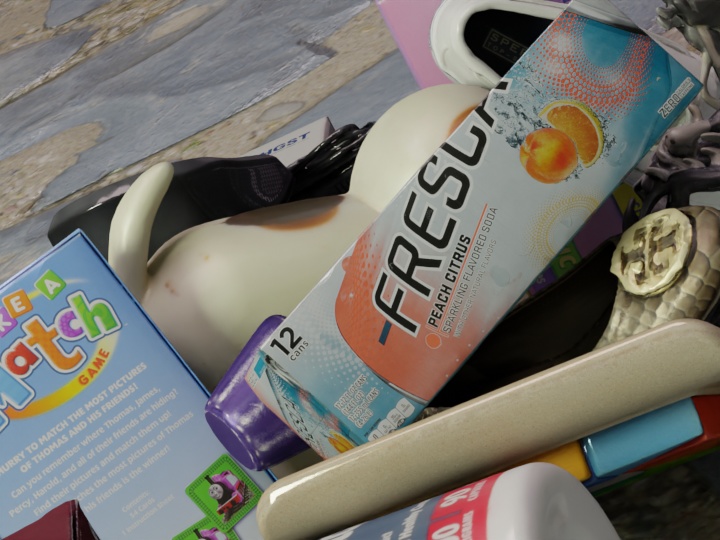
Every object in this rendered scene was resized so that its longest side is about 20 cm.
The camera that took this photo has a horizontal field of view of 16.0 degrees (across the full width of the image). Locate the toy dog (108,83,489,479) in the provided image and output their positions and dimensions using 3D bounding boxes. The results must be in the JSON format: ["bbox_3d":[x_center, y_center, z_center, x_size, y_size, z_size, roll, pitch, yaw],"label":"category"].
[{"bbox_3d":[0.000,0.000,1.157,0.200,0.194,0.140,-38,9,-7],"label":"toy dog"}]

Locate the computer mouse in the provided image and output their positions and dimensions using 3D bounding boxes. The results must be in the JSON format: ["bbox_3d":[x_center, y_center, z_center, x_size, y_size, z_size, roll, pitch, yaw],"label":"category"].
[{"bbox_3d":[-0.073,-0.021,1.237,0.138,0.053,0.200,-23,-4,27],"label":"computer mouse"}]

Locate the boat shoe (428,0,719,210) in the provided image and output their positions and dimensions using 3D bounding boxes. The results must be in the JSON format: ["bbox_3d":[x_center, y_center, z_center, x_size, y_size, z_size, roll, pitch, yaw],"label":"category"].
[{"bbox_3d":[0.125,-0.074,1.178,0.065,0.199,0.074,-126,54,-81],"label":"boat shoe"}]

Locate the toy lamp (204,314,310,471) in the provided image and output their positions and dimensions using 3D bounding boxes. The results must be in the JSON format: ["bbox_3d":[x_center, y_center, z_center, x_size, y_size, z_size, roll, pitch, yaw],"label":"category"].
[{"bbox_3d":[0.020,0.007,1.055,0.200,0.058,0.058,-39,22,-16],"label":"toy lamp"}]

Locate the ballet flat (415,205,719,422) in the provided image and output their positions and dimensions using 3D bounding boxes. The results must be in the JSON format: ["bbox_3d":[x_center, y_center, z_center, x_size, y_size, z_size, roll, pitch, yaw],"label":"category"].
[{"bbox_3d":[0.072,0.029,1.026,0.200,0.046,0.068,-37,30,43],"label":"ballet flat"}]

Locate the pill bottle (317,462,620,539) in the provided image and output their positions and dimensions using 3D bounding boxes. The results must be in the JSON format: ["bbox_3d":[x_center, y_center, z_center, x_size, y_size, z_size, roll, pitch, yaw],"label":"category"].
[{"bbox_3d":[-0.004,0.152,0.885,0.199,0.120,0.120,-22,21,20],"label":"pill bottle"}]

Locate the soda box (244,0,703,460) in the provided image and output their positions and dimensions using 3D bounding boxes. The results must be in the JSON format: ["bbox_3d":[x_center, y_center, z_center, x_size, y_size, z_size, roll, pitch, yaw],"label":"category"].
[{"bbox_3d":[0.043,-0.014,0.996,0.200,0.064,0.068,-49,-2,-15],"label":"soda box"}]

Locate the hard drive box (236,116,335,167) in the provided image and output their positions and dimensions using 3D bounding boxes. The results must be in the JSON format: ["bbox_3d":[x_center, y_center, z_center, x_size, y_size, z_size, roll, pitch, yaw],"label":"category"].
[{"bbox_3d":[-0.074,0.014,1.375,0.155,0.077,0.200,-24,20,12],"label":"hard drive box"}]

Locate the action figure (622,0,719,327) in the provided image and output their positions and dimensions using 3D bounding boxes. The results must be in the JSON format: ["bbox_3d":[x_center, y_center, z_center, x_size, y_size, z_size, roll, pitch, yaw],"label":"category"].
[{"bbox_3d":[0.159,-0.027,1.081,0.101,0.201,0.119,8,-17,4],"label":"action figure"}]

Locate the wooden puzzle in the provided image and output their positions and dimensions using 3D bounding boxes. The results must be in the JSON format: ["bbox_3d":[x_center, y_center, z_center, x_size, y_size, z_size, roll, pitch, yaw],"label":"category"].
[{"bbox_3d":[0.077,0.072,0.966,0.184,0.037,0.200,-23,-14,17],"label":"wooden puzzle"}]

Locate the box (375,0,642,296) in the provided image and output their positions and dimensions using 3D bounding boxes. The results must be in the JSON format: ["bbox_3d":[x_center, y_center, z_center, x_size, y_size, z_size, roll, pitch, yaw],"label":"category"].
[{"bbox_3d":[0.080,-0.109,1.313,0.096,0.176,0.200,-27,21,5],"label":"box"}]

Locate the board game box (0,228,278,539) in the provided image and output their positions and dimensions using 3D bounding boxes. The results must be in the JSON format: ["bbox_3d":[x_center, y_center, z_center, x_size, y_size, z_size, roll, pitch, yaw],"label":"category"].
[{"bbox_3d":[-0.113,0.106,1.038,0.151,0.200,0.037,-36,-5,-20],"label":"board game box"}]

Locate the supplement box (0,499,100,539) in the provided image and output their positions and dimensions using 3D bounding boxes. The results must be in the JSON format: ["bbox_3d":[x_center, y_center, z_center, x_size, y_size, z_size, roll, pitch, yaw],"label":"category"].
[{"bbox_3d":[-0.086,0.184,0.798,0.108,0.201,0.061,-28,21,2],"label":"supplement box"}]
